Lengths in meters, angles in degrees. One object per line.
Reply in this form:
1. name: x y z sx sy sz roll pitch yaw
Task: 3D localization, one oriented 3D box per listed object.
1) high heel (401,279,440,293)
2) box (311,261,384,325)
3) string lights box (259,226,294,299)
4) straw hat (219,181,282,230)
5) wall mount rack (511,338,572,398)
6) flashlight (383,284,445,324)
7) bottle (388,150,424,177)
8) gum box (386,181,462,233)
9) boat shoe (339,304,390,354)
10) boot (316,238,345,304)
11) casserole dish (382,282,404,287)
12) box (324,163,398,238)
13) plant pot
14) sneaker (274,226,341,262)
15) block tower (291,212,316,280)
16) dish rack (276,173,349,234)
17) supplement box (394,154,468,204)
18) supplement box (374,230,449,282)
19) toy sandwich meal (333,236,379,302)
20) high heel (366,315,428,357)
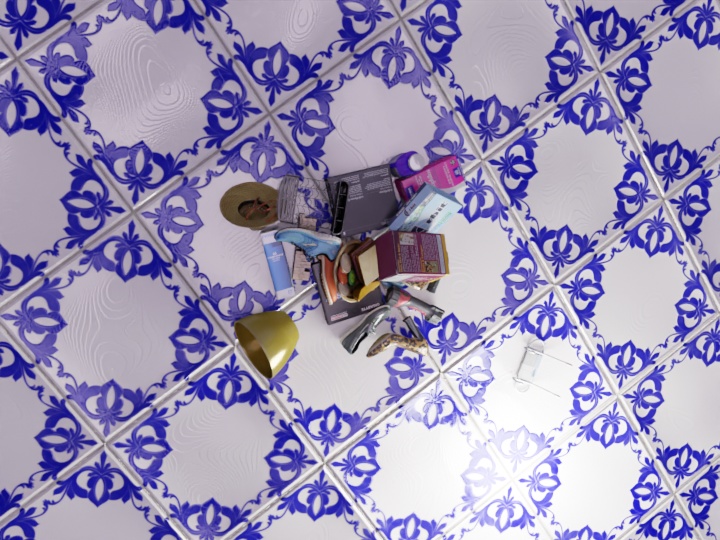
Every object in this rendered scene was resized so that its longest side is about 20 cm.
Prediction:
1. high heel: 0.203 -0.010 1.710 0.198 0.071 0.145 13 102 -48
2. box: -0.039 0.048 1.716 0.196 0.050 0.202 -16 100 -7
3. string lights box: -0.250 -0.024 1.637 0.058 0.103 0.204 -15 100 -7
4. straw hat: -0.315 -0.166 1.610 0.197 0.204 0.086 -5 143 -10
5. wall mount rack: 0.622 0.349 1.868 0.171 0.075 0.204 19 95 -13
6. flashlight: 0.173 0.118 1.760 0.198 0.068 0.069 28 84 -18
7. bottle: 0.142 -0.319 1.617 0.083 0.200 0.066 -30 102 -6
8. gum box: 0.196 -0.168 1.631 0.170 0.045 0.198 -47 149 21
9. boat shoe: 0.026 0.191 1.726 0.199 0.062 0.073 -39 147 4
10. boot: -0.076 0.000 1.643 0.105 0.075 0.205 -7 94 -12
11. casserole dish: 0.133 -0.036 1.740 0.120 0.039 0.203 26 92 -14
12. box: 0.005 -0.214 1.656 0.196 0.104 0.186 -13 100 -8
13. plant pot: -0.270 0.203 1.640 0.141 0.199 0.203 -33 104 -29
14. sneaker: -0.154 -0.072 1.562 0.196 0.078 0.092 12 88 -9
15. block tower: -0.174 -0.072 1.670 0.057 0.054 0.204 5 98 -12
16. dish rack: -0.139 -0.193 1.547 0.196 0.054 0.157 7 96 -18
17. supplement box: 0.219 -0.274 1.689 0.197 0.103 0.103 -26 103 -4
18. supplement box: 0.154 -0.038 1.605 0.197 0.103 0.134 2 76 -31
19. toy sandwich meal: 0.000 0.000 1.616 0.203 0.069 0.210 -9 101 -51
20. high heel: 0.125 0.262 1.755 0.198 0.071 0.144 -34 97 -13
